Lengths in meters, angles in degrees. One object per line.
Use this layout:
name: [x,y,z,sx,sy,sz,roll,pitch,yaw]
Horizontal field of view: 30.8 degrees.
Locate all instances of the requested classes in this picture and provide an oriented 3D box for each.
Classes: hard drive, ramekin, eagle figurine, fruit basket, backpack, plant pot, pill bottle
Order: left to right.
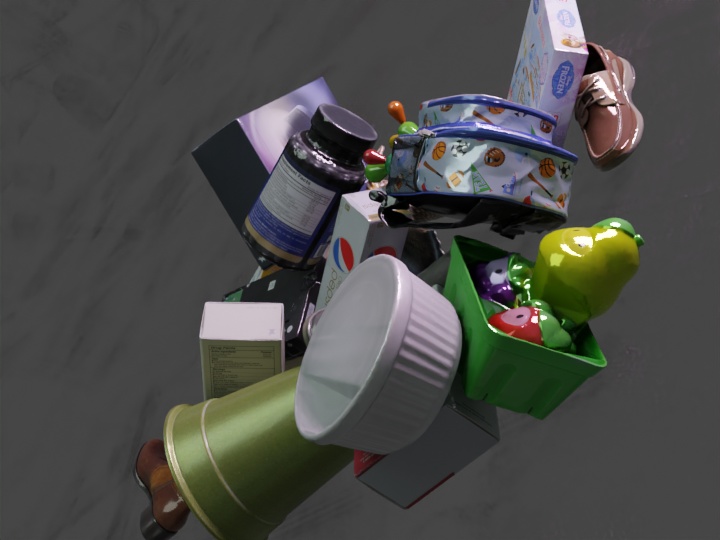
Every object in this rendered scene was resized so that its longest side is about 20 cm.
hard drive: [-0.126,0.068,1.768,0.200,0.038,0.140,-23,41,39]
plant pot: [-0.096,0.203,1.551,0.190,0.200,0.200,-31,30,16]
pill bottle: [-0.061,-0.107,1.673,0.200,0.112,0.112,-59,21,21]
ramekin: [0.021,0.094,1.327,0.202,0.094,0.203,-50,24,33]
eagle figurine: [0.073,-0.063,1.668,0.200,0.151,0.152,16,114,34]
backpack: [0.141,-0.108,1.415,0.190,0.200,0.154,19,103,63]
fruit basket: [0.182,0.022,1.321,0.216,0.155,0.216,-162,90,-72]

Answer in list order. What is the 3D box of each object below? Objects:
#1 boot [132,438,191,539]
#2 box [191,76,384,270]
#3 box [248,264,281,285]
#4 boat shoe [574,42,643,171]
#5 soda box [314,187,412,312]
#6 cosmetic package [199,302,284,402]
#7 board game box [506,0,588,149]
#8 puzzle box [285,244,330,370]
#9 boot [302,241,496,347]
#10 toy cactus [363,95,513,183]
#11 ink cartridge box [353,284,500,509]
boot: [-0.236,0.260,1.835,0.200,0.068,0.188,-44,26,20]
box: [-0.095,-0.138,1.854,0.123,0.200,0.198,-28,5,45]
box: [-0.152,0.057,1.931,0.119,0.041,0.200,126,161,-54]
boat shoe: [0.272,-0.190,1.499,0.076,0.072,0.200,-39,28,30]
soda box: [0.000,0.000,1.618,0.064,0.068,0.200,45,134,38]
cosmetic package: [-0.147,0.139,1.666,0.073,0.103,0.200,-90,2,-52]
board game box: [0.217,-0.222,1.555,0.200,0.041,0.200,-89,7,-51]
puzzle box: [-0.065,0.044,1.778,0.133,0.025,0.200,-20,43,49]
boot: [0.052,0.036,1.523,0.182,0.073,0.200,-13,-11,-47]
toy cactus: [0.086,-0.154,1.568,0.200,0.102,0.165,-13,15,16]
ink cartridge box: [0.067,0.135,1.433,0.146,0.083,0.200,-42,28,27]
